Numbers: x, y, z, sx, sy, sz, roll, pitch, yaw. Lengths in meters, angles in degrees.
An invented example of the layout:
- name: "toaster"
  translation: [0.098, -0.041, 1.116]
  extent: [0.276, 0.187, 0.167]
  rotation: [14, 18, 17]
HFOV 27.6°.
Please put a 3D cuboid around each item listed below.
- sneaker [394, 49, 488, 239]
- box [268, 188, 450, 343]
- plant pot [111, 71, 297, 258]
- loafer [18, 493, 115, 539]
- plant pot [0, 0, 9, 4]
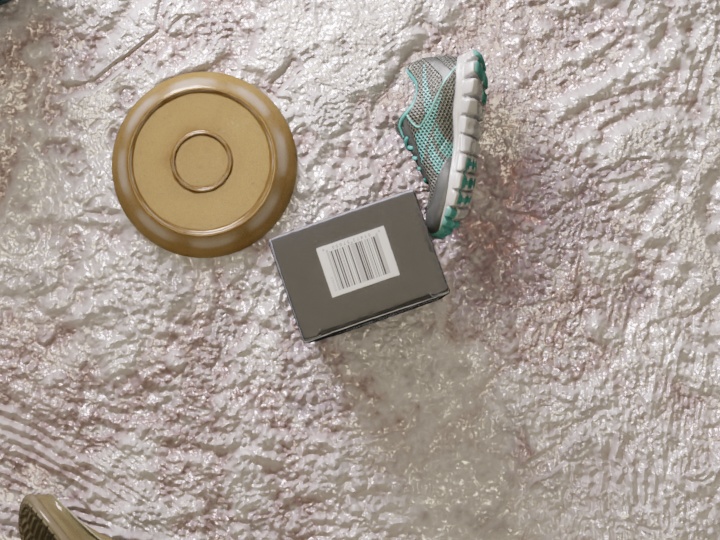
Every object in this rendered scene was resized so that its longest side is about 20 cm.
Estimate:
- name: "sneaker"
  translation: [0.078, -0.134, 1.544]
  extent: [0.091, 0.078, 0.201]
  rotation: [6, 83, 17]
- name: "box"
  translation: [0.000, 0.000, 1.463]
  extent: [0.148, 0.200, 0.107]
  rotation: [-19, 88, 1]
- name: "plant pot"
  translation: [-0.167, -0.114, 1.559]
  extent: [0.199, 0.027, 0.201]
  rotation: [0, 86, 1]
- name: "loafer"
  translation: [-0.277, 0.305, 1.518]
  extent: [0.200, 0.067, 0.076]
  rotation: [46, 131, 14]
- name: "plant pot"
  translation: [-0.406, -0.362, 1.490]
  extent: [0.200, 0.196, 0.201]
  rotation: [0, 88, 1]
